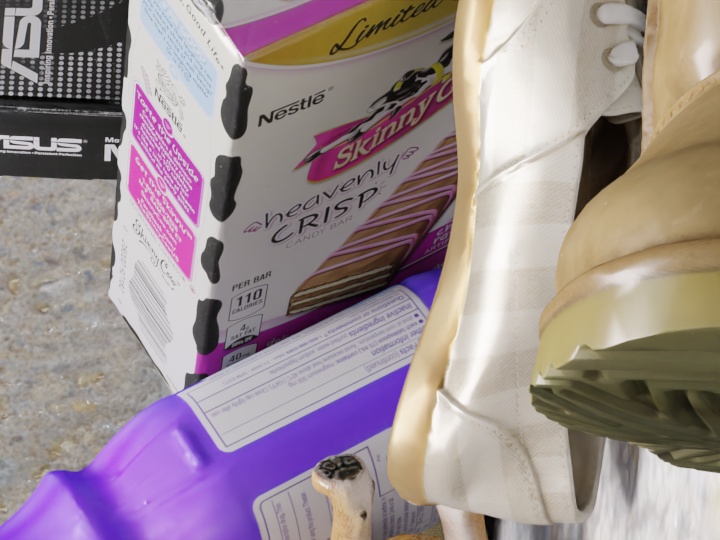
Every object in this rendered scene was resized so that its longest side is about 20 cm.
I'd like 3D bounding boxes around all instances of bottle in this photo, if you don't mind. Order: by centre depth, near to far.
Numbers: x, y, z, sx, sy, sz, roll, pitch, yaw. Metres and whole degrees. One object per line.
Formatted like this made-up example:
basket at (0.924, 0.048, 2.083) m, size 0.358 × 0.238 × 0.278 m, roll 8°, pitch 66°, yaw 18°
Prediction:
bottle at (-0.039, 0.071, 0.809) m, size 0.065 × 0.200 × 0.084 m, roll 53°, pitch 160°, yaw 31°

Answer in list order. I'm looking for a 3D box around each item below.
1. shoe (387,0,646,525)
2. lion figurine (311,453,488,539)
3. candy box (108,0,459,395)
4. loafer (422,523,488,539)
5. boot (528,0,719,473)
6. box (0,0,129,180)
shoe at (0.056, -0.027, 0.695) m, size 0.070 × 0.053 × 0.200 m, roll -8°, pitch -68°, yaw -58°
lion figurine at (0.031, 0.127, 0.736) m, size 0.200 × 0.072 × 0.123 m, roll -110°, pitch 13°, yaw -62°
candy box at (-0.002, -0.049, 0.790) m, size 0.061 × 0.136 × 0.200 m, roll 54°, pitch 156°, yaw 24°
loafer at (0.008, 0.091, 0.928) m, size 0.067 × 0.076 × 0.200 m, roll 94°, pitch 178°, yaw -88°
boot at (0.066, -0.071, 0.418) m, size 0.175 × 0.066 × 0.200 m, roll 49°, pitch -137°, yaw -79°
box at (-0.047, -0.120, 0.989) m, size 0.048 × 0.193 × 0.200 m, roll 103°, pitch 169°, yaw -52°
